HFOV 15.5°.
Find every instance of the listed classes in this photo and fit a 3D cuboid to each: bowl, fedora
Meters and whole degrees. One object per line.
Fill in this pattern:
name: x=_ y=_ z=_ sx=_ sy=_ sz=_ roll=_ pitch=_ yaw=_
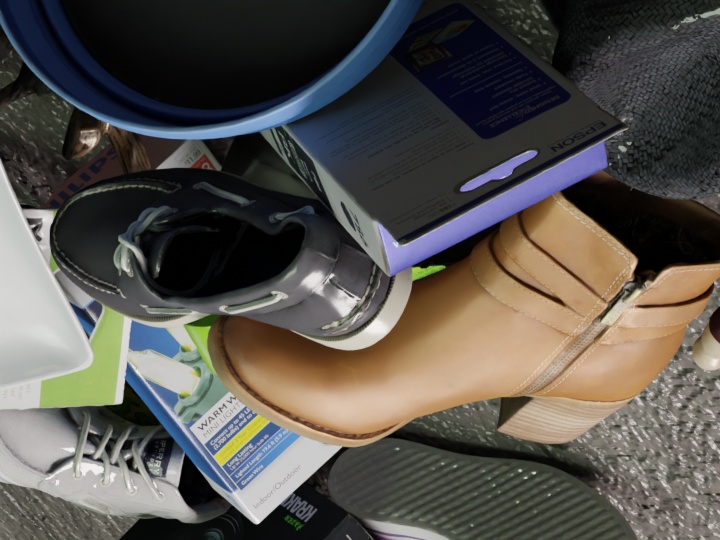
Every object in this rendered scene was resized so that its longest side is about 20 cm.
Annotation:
bowl: x=-0.057 y=-0.149 z=1.049 sx=0.200 sy=0.201 sz=0.039 roll=17 pitch=178 yaw=23
fedora: x=0.137 y=-0.091 z=1.039 sx=0.200 sy=0.092 sz=0.201 roll=22 pitch=148 yaw=15

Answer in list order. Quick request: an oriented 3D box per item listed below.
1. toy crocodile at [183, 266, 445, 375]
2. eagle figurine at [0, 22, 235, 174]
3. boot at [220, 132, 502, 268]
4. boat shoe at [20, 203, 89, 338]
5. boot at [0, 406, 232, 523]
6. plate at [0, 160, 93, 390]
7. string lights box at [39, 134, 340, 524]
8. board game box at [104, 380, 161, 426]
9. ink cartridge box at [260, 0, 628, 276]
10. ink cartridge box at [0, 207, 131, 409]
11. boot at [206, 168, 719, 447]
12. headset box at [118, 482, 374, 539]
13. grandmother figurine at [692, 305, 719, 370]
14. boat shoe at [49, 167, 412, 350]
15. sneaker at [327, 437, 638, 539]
toy crocodile: x=0.000 y=0.000 z=1.279 sx=0.200 sy=0.062 sz=0.068 roll=-29 pitch=120 yaw=23
eagle figurine: x=-0.107 y=-0.132 z=1.171 sx=0.152 sy=0.151 sz=0.200 roll=40 pitch=160 yaw=5
boot: x=0.021 y=-0.011 z=1.202 sx=0.200 sy=0.078 sz=0.139 roll=31 pitch=116 yaw=-8
boat shoe: x=-0.196 y=-0.004 z=1.410 sx=0.074 sy=0.062 sz=0.200 roll=8 pitch=-151 yaw=-43
boot: x=-0.140 y=0.092 z=1.433 sx=0.095 sy=0.074 sz=0.200 roll=4 pitch=168 yaw=24
plate: x=-0.239 y=-0.007 z=1.159 sx=0.199 sy=0.032 sz=0.200 roll=-14 pitch=137 yaw=5
string lights box: x=-0.081 y=0.024 z=1.368 sx=0.200 sy=0.103 sz=0.059 roll=54 pitch=169 yaw=-32
board game box: x=-0.146 y=0.062 z=1.539 sx=0.101 sy=0.048 sz=0.200 roll=29 pitch=149 yaw=5
ink cartridge box: x=0.027 y=-0.055 z=1.037 sx=0.039 sy=0.099 sz=0.200 roll=68 pitch=171 yaw=-29
ink cartridge box: x=-0.209 y=-0.004 z=1.247 sx=0.199 sy=0.076 sz=0.148 roll=0 pitch=137 yaw=-11
boot: x=0.049 y=0.014 z=1.116 sx=0.199 sy=0.077 sz=0.155 roll=13 pitch=144 yaw=-18
headset box: x=-0.087 y=0.212 z=1.501 sx=0.093 sy=0.200 sz=0.174 roll=50 pitch=169 yaw=-27
grandmother figurine: x=0.203 y=0.018 z=1.137 sx=0.061 sy=0.121 sz=0.200 roll=62 pitch=177 yaw=32
boat shoe: x=-0.069 y=-0.014 z=1.104 sx=0.200 sy=0.073 sz=0.063 roll=11 pitch=168 yaw=42
sneaker: x=0.084 y=0.159 z=1.462 sx=0.200 sy=0.073 sz=0.114 roll=19 pitch=151 yaw=40
